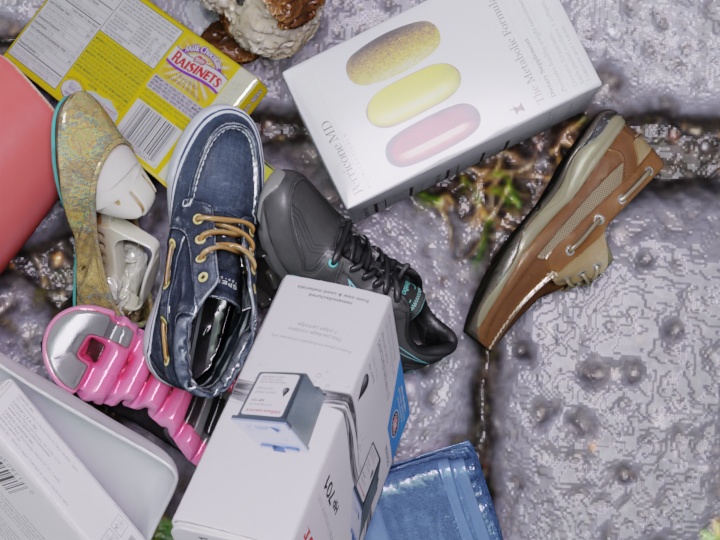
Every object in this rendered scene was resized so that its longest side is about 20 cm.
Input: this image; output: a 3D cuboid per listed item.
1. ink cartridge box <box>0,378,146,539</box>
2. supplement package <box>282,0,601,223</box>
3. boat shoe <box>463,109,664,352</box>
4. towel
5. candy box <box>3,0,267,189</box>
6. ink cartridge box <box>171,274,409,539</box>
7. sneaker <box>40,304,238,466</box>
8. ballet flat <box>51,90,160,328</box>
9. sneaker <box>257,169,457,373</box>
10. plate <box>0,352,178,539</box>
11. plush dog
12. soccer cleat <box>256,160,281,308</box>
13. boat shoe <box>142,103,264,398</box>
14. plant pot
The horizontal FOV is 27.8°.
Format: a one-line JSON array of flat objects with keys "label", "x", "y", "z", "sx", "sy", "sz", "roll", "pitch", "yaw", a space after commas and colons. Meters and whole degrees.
[{"label": "ink cartridge box", "x": -0.250, "y": 0.183, "z": 1.033, "sx": 0.176, "sy": 0.045, "sz": 0.200, "roll": -20, "pitch": 114, "yaw": 37}, {"label": "supplement package", "x": 0.057, "y": -0.130, "z": 1.061, "sx": 0.199, "sy": 0.110, "sz": 0.114, "roll": -27, "pitch": 86, "yaw": 0}, {"label": "boat shoe", "x": 0.153, "y": -0.022, "z": 1.070, "sx": 0.074, "sy": 0.076, "sz": 0.201, "roll": 35, "pitch": 89, "yaw": 0}, {"label": "towel", "x": 0.004, "y": 0.206, "z": 1.070, "sx": 0.199, "sy": 0.049, "sz": 0.112, "roll": -18, "pitch": 95, "yaw": 2}, {"label": "candy box", "x": -0.170, "y": -0.147, "z": 1.076, "sx": 0.200, "sy": 0.026, "sz": 0.102, "roll": 38, "pitch": 86, "yaw": 26}, {"label": "ink cartridge box", "x": -0.040, "y": 0.129, "z": 0.978, "sx": 0.085, "sy": 0.147, "sz": 0.201, "roll": 9, "pitch": 53, "yaw": 16}, {"label": "sneaker", "x": -0.152, "y": 0.088, "z": 1.075, "sx": 0.200, "sy": 0.095, "sz": 0.079, "roll": 35, "pitch": 73, "yaw": -21}, {"label": "ballet flat", "x": -0.176, "y": -0.037, "z": 1.039, "sx": 0.070, "sy": 0.071, "sz": 0.201, "roll": 4, "pitch": 128, "yaw": 2}, {"label": "sneaker", "x": 0.000, "y": 0.000, "z": 1.028, "sx": 0.079, "sy": 0.200, "sz": 0.076, "roll": -7, "pitch": 46, "yaw": 34}, {"label": "plate", "x": -0.229, "y": 0.140, "z": 1.041, "sx": 0.199, "sy": 0.200, "sz": 0.032, "roll": 30, "pitch": 45, "yaw": 4}, {"label": "plush dog", "x": -0.080, "y": -0.235, "z": 1.049, "sx": 0.160, "sy": 0.200, "sz": 0.173, "roll": -18, "pitch": 88, "yaw": -20}, {"label": "soccer cleat", "x": -0.085, "y": -0.061, "z": 1.095, "sx": 0.083, "sy": 0.065, "sz": 0.201, "roll": -23, "pitch": 75, "yaw": -37}, {"label": "boat shoe", "x": -0.095, "y": -0.013, "z": 0.990, "sx": 0.070, "sy": 0.091, "sz": 0.202, "roll": 10, "pitch": 91, "yaw": -25}, {"label": "plant pot", "x": -0.307, "y": -0.071, "z": 1.038, "sx": 0.177, "sy": 0.200, "sz": 0.200, "roll": -44, "pitch": 86, "yaw": -12}]
